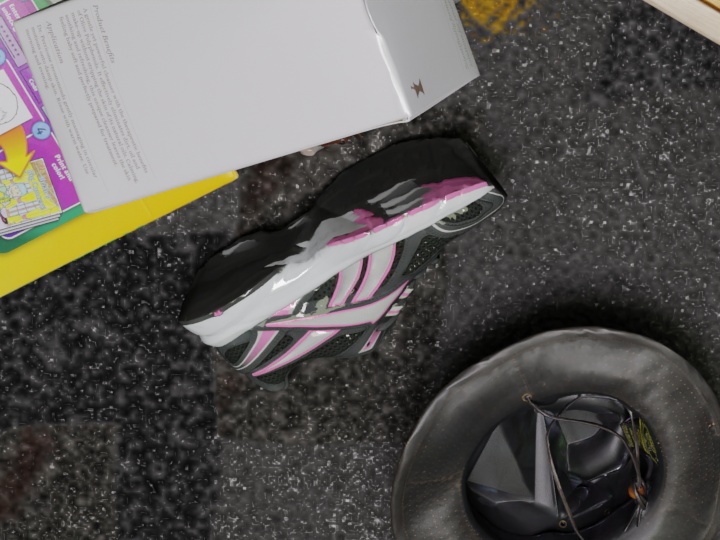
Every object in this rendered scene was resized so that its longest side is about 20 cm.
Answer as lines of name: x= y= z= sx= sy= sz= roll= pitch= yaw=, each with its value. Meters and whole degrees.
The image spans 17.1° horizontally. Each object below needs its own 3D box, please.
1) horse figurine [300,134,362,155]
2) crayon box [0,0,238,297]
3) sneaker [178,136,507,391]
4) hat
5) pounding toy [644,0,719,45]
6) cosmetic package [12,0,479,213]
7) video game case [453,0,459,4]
horse figurine: x=-0.062 y=-0.147 z=1.283 sx=0.050 sy=0.132 sz=0.201 roll=-7 pitch=104 yaw=48
crayon box: x=-0.186 y=-0.106 z=1.320 sx=0.172 sy=0.058 sz=0.201 roll=-26 pitch=109 yaw=10
sneaker: x=0.000 y=0.000 z=1.358 sx=0.199 sy=0.081 sz=0.086 roll=-27 pitch=121 yaw=20
hat: x=0.110 y=0.107 z=1.388 sx=0.199 sy=0.081 sz=0.202 roll=-3 pitch=113 yaw=-6
pounding toy: x=0.176 y=-0.199 z=1.225 sx=0.199 sy=0.142 sz=0.185 roll=28 pitch=110 yaw=-9
cosmetic package: x=-0.057 y=-0.107 z=1.162 sx=0.199 sy=0.085 sz=0.108 roll=-13 pitch=101 yaw=31
video game case: x=0.069 y=-0.256 z=1.165 sx=0.199 sy=0.023 sz=0.183 roll=-34 pitch=81 yaw=6
